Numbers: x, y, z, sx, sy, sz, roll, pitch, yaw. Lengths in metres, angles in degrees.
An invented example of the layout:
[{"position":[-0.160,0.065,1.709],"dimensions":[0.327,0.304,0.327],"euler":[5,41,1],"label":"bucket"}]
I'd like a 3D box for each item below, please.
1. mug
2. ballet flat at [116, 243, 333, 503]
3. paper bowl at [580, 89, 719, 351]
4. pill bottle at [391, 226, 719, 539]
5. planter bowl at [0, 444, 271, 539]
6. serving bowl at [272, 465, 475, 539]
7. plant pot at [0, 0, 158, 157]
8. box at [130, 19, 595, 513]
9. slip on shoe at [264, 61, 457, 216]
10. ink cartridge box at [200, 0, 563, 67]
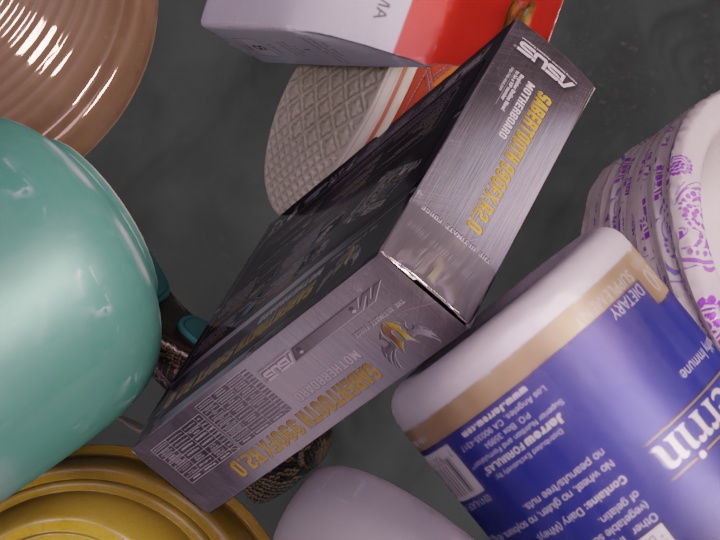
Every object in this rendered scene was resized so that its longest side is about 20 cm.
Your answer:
[{"position":[-0.164,0.011,1.033],"dimensions":[0.114,0.185,0.152],"euler":[-37,99,-22],"label":"mug"},{"position":[-0.103,0.034,1.116],"dimensions":[0.200,0.068,0.075],"euler":[43,106,6],"label":"ballet flat"},{"position":[0.177,0.028,1.045],"dimensions":[0.104,0.200,0.201],"euler":[-35,79,39],"label":"paper bowl"},{"position":[0.114,0.092,0.914],"dimensions":[0.116,0.116,0.200],"euler":[-39,90,-3],"label":"pill bottle"},{"position":[-0.128,0.168,1.049],"dimensions":[0.200,0.083,0.201],"euler":[-1,74,5],"label":"planter bowl"},{"position":[0.029,0.178,1.010],"dimensions":[0.200,0.200,0.066],"euler":[44,70,8],"label":"serving bowl"},{"position":[-0.202,-0.132,1.100],"dimensions":[0.200,0.093,0.201],"euler":[-5,66,10],"label":"plant pot"},{"position":[0.000,0.000,1.005],"dimensions":[0.048,0.200,0.159],"euler":[40,46,-11],"label":"box"},{"position":[0.023,-0.105,1.123],"dimensions":[0.200,0.061,0.074],"euler":[-58,40,4],"label":"slip on shoe"},{"position":[0.024,-0.174,1.078],"dimensions":[0.057,0.200,0.163],"euler":[26,79,-34],"label":"ink cartridge box"}]
